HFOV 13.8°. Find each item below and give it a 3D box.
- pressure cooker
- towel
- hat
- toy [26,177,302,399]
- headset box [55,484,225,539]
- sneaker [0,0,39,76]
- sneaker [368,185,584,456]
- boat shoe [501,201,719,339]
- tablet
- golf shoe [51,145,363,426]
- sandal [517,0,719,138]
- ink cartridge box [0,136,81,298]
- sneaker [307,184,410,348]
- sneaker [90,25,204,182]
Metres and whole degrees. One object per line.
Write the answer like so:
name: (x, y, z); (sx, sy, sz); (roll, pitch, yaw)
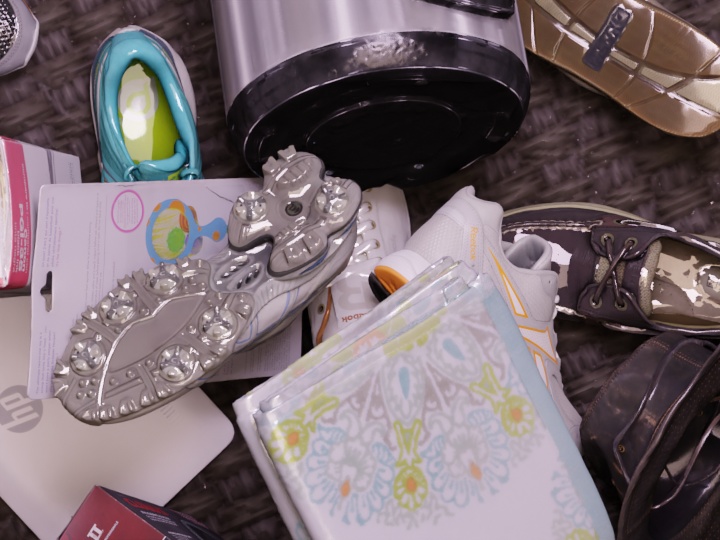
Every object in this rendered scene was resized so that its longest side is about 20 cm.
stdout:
pressure cooker: (-0.003, -0.163, 1.662); (0.178, 0.176, 0.201); (-9, 67, 2)
towel: (0.037, 0.115, 1.601); (0.171, 0.048, 0.201); (-32, 102, -29)
hat: (0.173, 0.097, 1.720); (0.081, 0.200, 0.201); (27, 89, 26)
toy: (-0.113, 0.005, 1.654); (0.199, 0.047, 0.116); (-3, 100, -42)
headset box: (-0.082, 0.201, 1.667); (0.200, 0.149, 0.077); (35, 91, 22)
sneaker: (-0.280, -0.160, 1.700); (0.199, 0.077, 0.079); (19, 89, -7)
sneaker: (0.092, 0.034, 1.711); (0.092, 0.076, 0.200); (-49, 131, -12)
boat shoe: (0.163, 0.000, 1.750); (0.199, 0.065, 0.074); (5, 92, -5)
tablet: (-0.185, 0.066, 1.748); (0.130, 0.014, 0.200); (-43, 94, -2)
golf shoe: (-0.075, 0.028, 1.613); (0.200, 0.097, 0.078); (-37, 61, -14)
sandal: (0.140, -0.148, 1.745); (0.200, 0.054, 0.080); (39, 102, 13)
ink cartridge box: (-0.239, -0.025, 1.633); (0.146, 0.200, 0.083); (-4, 88, 7)
sneaker: (0.000, 0.000, 1.727); (0.072, 0.085, 0.201); (-12, 92, -3)
sneaker: (-0.118, -0.041, 1.717); (0.077, 0.080, 0.201); (-15, 94, -5)
